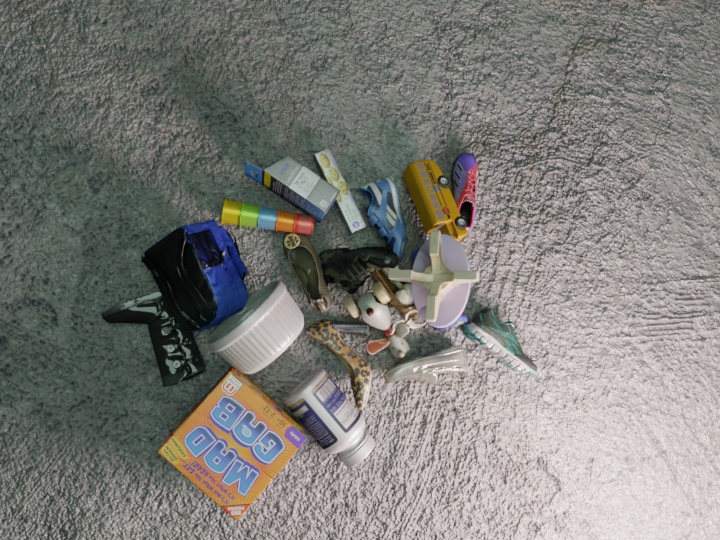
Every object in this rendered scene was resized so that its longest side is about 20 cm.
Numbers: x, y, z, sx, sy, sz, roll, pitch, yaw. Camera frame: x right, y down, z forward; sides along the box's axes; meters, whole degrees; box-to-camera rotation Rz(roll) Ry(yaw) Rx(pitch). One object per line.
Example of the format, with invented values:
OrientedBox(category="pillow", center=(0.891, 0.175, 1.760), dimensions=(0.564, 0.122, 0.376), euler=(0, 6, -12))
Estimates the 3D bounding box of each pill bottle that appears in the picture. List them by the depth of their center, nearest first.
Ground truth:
OrientedBox(category="pill bottle", center=(-0.061, 0.321, 1.387), dimensions=(0.111, 0.111, 0.200), euler=(-40, 93, -10))

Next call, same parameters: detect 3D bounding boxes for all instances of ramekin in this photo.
OrientedBox(category="ramekin", center=(-0.210, 0.122, 1.341), dimensions=(0.200, 0.200, 0.105), euler=(-42, 103, -10))

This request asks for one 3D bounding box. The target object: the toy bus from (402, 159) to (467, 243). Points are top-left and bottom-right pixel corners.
OrientedBox(category="toy bus", center=(0.170, -0.150, 1.463), dimensions=(0.078, 0.065, 0.201), euler=(-12, 71, -24))

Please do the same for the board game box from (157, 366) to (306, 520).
OrientedBox(category="board game box", center=(-0.254, 0.336, 1.307), dimensions=(0.200, 0.200, 0.200), euler=(43, 80, -4))

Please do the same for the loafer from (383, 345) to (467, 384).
OrientedBox(category="loafer", center=(0.150, 0.225, 1.453), dimensions=(0.199, 0.070, 0.070), euler=(-15, 79, -11))

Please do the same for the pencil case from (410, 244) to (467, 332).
OrientedBox(category="pencil case", center=(0.172, 0.039, 1.448), dimensions=(0.078, 0.087, 0.201), euler=(6, 63, -51))

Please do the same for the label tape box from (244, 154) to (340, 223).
OrientedBox(category="label tape box", center=(-0.149, -0.191, 1.398), dimensions=(0.200, 0.144, 0.063), euler=(34, 81, -6))

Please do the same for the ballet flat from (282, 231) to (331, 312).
OrientedBox(category="ballet flat", center=(-0.120, 0.001, 1.425), dimensions=(0.067, 0.046, 0.201), euler=(-24, 83, 11))

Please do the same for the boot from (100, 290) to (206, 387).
OrientedBox(category="boot", center=(-0.436, 0.152, 1.366), dimensions=(0.164, 0.066, 0.201), euler=(-20, 93, -9))

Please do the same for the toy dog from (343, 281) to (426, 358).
OrientedBox(category="toy dog", center=(0.051, 0.119, 1.401), dimensions=(0.200, 0.096, 0.132), euler=(34, 108, -18))

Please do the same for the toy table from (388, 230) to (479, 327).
OrientedBox(category="toy table", center=(0.159, 0.014, 1.350), dimensions=(0.183, 0.117, 0.201), euler=(-11, 78, 14))

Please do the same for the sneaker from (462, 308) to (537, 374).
OrientedBox(category="sneaker", center=(0.338, 0.162, 1.490), dimensions=(0.200, 0.078, 0.091), euler=(38, 76, -6))

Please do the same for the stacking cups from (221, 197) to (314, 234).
OrientedBox(category="stacking cups", center=(-0.202, -0.115, 1.421), dimensions=(0.199, 0.061, 0.061), euler=(9, 84, -6))

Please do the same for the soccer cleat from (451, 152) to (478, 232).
OrientedBox(category="soccer cleat", center=(0.247, -0.180, 1.501), dimensions=(0.068, 0.073, 0.201), euler=(9, 84, -9))

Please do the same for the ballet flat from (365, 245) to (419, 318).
OrientedBox(category="ballet flat", center=(0.079, 0.022, 1.454), dimensions=(0.068, 0.072, 0.200), euler=(-37, 92, -28))

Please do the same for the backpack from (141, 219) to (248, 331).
OrientedBox(category="backpack", center=(-0.318, 0.013, 1.336), dimensions=(0.168, 0.162, 0.201), euler=(-20, 84, -49))

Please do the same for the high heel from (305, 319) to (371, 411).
OrientedBox(category="high heel", center=(-0.051, 0.207, 1.414), dimensions=(0.142, 0.071, 0.201), euler=(4, 68, -16))

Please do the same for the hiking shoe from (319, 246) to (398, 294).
OrientedBox(category="hiking shoe", center=(0.000, 0.000, 1.411), dimensions=(0.076, 0.199, 0.101), euler=(-12, 100, -52))

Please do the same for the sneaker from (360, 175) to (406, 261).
OrientedBox(category="sneaker", center=(0.053, -0.113, 1.465), dimensions=(0.082, 0.074, 0.201), euler=(-10, 78, -12))

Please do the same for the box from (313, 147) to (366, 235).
OrientedBox(category="box", center=(-0.048, -0.179, 1.468), dimensions=(0.041, 0.039, 0.201), euler=(-25, 90, -10))
